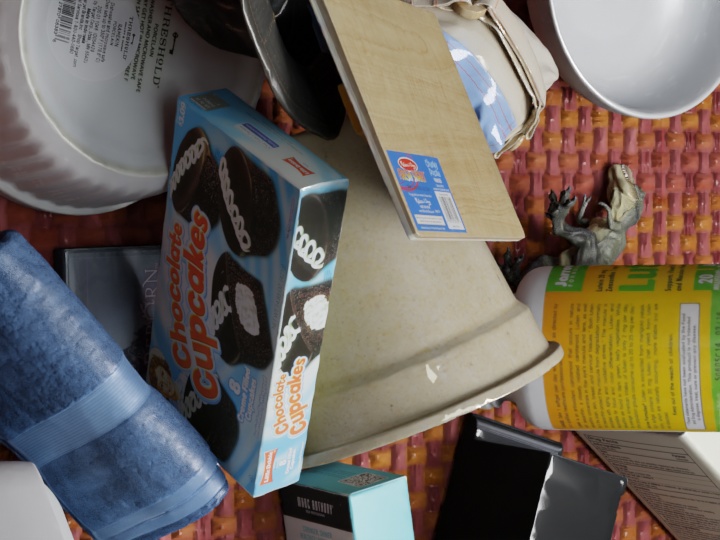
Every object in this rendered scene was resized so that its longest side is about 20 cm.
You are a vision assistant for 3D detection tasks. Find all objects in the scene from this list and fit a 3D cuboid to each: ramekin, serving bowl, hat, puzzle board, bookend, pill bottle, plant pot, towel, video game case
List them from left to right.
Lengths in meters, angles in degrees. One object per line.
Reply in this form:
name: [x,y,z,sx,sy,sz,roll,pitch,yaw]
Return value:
towel: [-0.170,0.073,1.034,0.200,0.111,0.049,51,41,-15]
ramekin: [-0.148,-0.132,1.056,0.199,0.105,0.201,-2,94,-35]
video game case: [-0.099,0.054,1.153,0.199,0.019,0.144,-3,94,-36]
hat: [-0.060,-0.165,0.992,0.200,0.081,0.202,-4,90,-72]
plant pot: [0.000,0.000,1.110,0.200,0.200,0.184,-22,93,-32]
puzzle board: [0.031,-0.085,1.022,0.200,0.017,0.151,-3,70,-69]
bookend: [0.139,0.211,1.218,0.092,0.198,0.201,20,79,-34]
pill bottle: [0.163,0.052,1.223,0.111,0.199,0.112,-1,90,-74]
serving bowl: [0.190,-0.209,1.313,0.199,0.066,0.201,-3,94,-35]

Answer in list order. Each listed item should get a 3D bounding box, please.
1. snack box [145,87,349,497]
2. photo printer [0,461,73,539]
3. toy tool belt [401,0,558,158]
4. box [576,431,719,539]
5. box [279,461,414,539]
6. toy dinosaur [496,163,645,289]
snack box: [-0.068,0.013,1.022,0.037,0.116,0.201,-15,128,-36]
photo printer: [-0.222,0.200,0.978,0.166,0.070,0.201,-16,58,-18]
toy tool belt: [0.032,-0.140,1.173,0.200,0.125,0.123,40,62,-29]
box: [0.270,0.132,1.350,0.200,0.128,0.109,47,66,-28]
box: [0.001,0.231,1.193,0.049,0.082,0.201,-13,100,-35]
toy dinosaur: [0.146,-0.005,1.307,0.088,0.047,0.201,41,73,-36]
